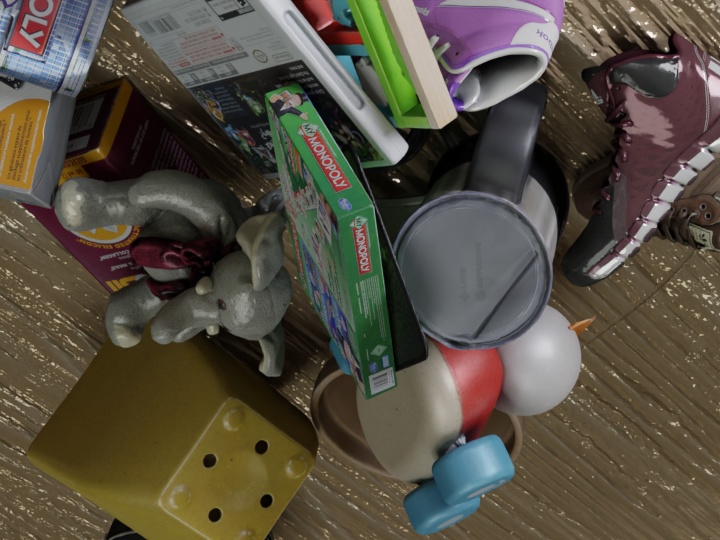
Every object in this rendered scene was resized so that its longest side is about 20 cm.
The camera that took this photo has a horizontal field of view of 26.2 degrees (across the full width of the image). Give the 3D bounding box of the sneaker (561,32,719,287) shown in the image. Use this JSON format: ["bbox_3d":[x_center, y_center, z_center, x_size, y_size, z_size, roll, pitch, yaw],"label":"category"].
[{"bbox_3d":[0.191,-0.092,1.150,0.115,0.076,0.200,38,102,-11],"label":"sneaker"}]

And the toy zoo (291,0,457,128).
[{"bbox_3d":[-0.022,-0.166,1.109,0.200,0.020,0.132,11,131,53],"label":"toy zoo"}]

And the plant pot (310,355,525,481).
[{"bbox_3d":[0.058,0.110,1.446,0.200,0.093,0.201,8,140,7],"label":"plant pot"}]

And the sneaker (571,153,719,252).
[{"bbox_3d":[0.260,-0.052,1.203,0.199,0.076,0.071,-6,138,22],"label":"sneaker"}]

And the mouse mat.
[{"bbox_3d":[0.000,0.000,1.154,0.007,0.162,0.200,-19,175,-13],"label":"mouse mat"}]

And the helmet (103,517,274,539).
[{"bbox_3d":[-0.185,0.322,1.699,0.199,0.192,0.200,-10,170,-2],"label":"helmet"}]

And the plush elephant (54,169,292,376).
[{"bbox_3d":[-0.120,0.006,1.216,0.199,0.155,0.165,-16,127,-12],"label":"plush elephant"}]

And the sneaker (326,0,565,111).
[{"bbox_3d":[0.043,-0.162,1.103,0.199,0.115,0.073,-5,140,24],"label":"sneaker"}]

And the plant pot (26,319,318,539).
[{"bbox_3d":[-0.152,0.166,1.433,0.194,0.196,0.200,40,169,-30],"label":"plant pot"}]

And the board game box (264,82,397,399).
[{"bbox_3d":[-0.020,-0.018,1.112,0.029,0.135,0.200,-21,141,-11],"label":"board game box"}]

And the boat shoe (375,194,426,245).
[{"bbox_3d":[0.049,-0.029,1.305,0.199,0.074,0.060,-2,-177,-6],"label":"boat shoe"}]

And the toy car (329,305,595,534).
[{"bbox_3d":[0.108,0.087,1.278,0.199,0.185,0.177,-18,161,-21],"label":"toy car"}]

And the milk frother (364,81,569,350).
[{"bbox_3d":[0.051,-0.056,1.167,0.199,0.188,0.181,-1,107,12],"label":"milk frother"}]

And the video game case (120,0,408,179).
[{"bbox_3d":[-0.075,-0.144,1.141,0.182,0.023,0.200,50,156,-22],"label":"video game case"}]

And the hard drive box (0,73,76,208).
[{"bbox_3d":[-0.323,-0.145,1.186,0.199,0.157,0.077,10,175,3],"label":"hard drive box"}]

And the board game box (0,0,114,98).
[{"bbox_3d":[-0.215,-0.225,1.083,0.199,0.062,0.201,17,105,-18],"label":"board game box"}]

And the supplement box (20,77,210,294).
[{"bbox_3d":[-0.196,-0.055,1.324,0.110,0.086,0.200,-13,135,29],"label":"supplement box"}]
